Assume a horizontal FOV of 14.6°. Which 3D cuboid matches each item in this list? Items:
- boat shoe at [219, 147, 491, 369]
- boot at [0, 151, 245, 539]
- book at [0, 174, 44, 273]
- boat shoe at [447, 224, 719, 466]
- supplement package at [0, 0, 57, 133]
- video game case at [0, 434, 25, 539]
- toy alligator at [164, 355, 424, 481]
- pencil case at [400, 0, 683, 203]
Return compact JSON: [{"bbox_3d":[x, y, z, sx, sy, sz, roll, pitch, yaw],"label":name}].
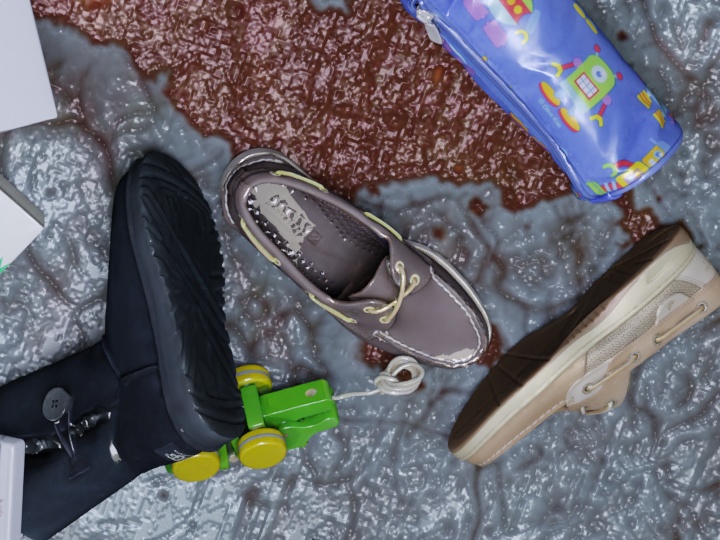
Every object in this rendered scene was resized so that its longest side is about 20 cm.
[{"bbox_3d":[0.000,0.000,1.717,0.200,0.060,0.072,38,96,-14],"label":"boat shoe"},{"bbox_3d":[-0.161,0.046,1.690,0.168,0.201,0.076,-26,152,27],"label":"boot"},{"bbox_3d":[-0.306,-0.049,1.676,0.200,0.048,0.134,42,98,-17],"label":"book"},{"bbox_3d":[0.142,0.060,1.744,0.200,0.071,0.065,-41,105,2],"label":"boat shoe"},{"bbox_3d":[-0.278,-0.162,1.576,0.155,0.111,0.201,-16,97,-24],"label":"supplement package"},{"bbox_3d":[-0.296,0.154,1.691,0.199,0.018,0.144,9,104,19],"label":"video game case"},{"bbox_3d":[-0.057,0.095,1.738,0.199,0.059,0.054,-11,145,-4],"label":"toy alligator"},{"bbox_3d":[0.105,-0.127,1.688,0.200,0.078,0.087,47,65,-15],"label":"pencil case"}]
